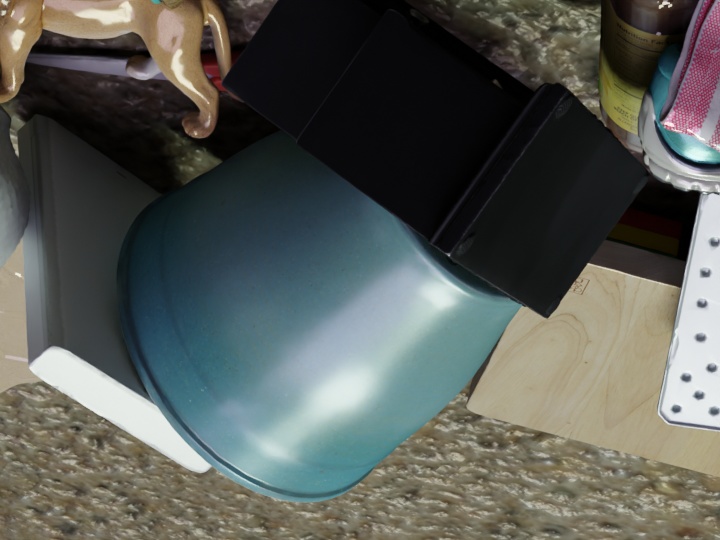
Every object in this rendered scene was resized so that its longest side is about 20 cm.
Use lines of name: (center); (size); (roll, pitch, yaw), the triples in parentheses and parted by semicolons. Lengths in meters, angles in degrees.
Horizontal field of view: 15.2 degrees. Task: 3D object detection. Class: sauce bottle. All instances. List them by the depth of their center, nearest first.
sauce bottle: (0.151, -0.136, 1.334); (0.064, 0.065, 0.200); (8, 147, 7)

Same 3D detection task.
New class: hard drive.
hard drive: (-0.139, 0.011, 1.552); (0.026, 0.200, 0.132); (-39, 127, 23)

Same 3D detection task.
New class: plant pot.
plant pot: (0.000, 0.000, 1.497); (0.200, 0.201, 0.188); (31, 134, -28)

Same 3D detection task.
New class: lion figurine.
lion figurine: (-0.143, -0.143, 1.436); (0.199, 0.073, 0.123); (4, 135, -14)

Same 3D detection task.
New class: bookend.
bookend: (0.018, -0.081, 1.293); (0.200, 0.092, 0.199); (37, -177, 19)

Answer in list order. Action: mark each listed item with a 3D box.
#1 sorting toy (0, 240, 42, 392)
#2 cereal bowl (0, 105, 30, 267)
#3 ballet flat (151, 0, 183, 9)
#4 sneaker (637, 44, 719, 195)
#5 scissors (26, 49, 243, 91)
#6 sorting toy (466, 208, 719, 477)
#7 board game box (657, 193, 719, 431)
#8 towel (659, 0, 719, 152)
sorting toy: (-0.207, 0.011, 1.739); (0.199, 0.037, 0.185); (-12, 142, 27)
cereal bowl: (-0.253, -0.086, 1.489); (0.200, 0.083, 0.200); (45, 180, 0)
ballet flat: (-0.103, -0.205, 1.325); (0.072, 0.068, 0.200); (-18, 138, 10)
sneaker: (0.233, -0.090, 1.326); (0.199, 0.078, 0.080); (-11, 127, -13)
scissors: (-0.090, -0.107, 1.516); (0.199, 0.014, 0.073); (-4, 147, 23)
sorting toy: (0.184, 0.034, 1.596); (0.198, 0.070, 0.200); (15, 149, -4)
board game box: (0.274, 0.007, 1.467); (0.199, 0.026, 0.201); (8, 122, 1)
towel: (0.254, -0.102, 1.286); (0.199, 0.147, 0.030); (20, -172, -15)
